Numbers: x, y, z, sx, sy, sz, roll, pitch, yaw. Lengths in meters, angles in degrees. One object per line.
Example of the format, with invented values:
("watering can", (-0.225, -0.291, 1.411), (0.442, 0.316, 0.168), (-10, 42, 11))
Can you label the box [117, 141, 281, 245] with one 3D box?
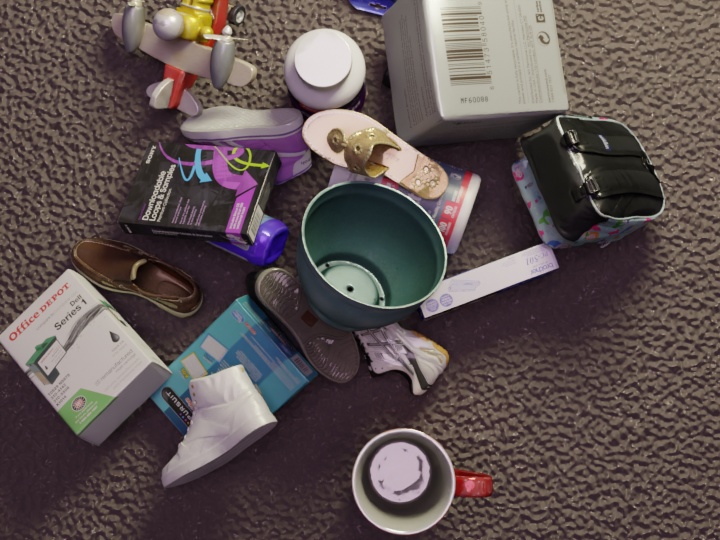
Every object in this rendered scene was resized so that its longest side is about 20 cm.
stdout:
("box", (-0.224, -0.109, 1.696), (0.200, 0.036, 0.143), (5, 60, 19))

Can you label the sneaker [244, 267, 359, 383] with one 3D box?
("sneaker", (-0.081, 0.071, 1.729), (0.075, 0.106, 0.200), (-41, 104, -11))

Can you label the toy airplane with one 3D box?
("toy airplane", (-0.257, -0.322, 1.736), (0.200, 0.141, 0.199), (-22, 73, 16))

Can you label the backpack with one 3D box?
("backpack", (0.322, -0.122, 1.697), (0.200, 0.151, 0.178), (-8, 70, -40))

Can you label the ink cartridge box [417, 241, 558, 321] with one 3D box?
("ink cartridge box", (0.175, 0.017, 1.724), (0.200, 0.094, 0.044), (-21, 85, -1))

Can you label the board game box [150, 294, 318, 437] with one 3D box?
("board game box", (-0.182, 0.156, 1.704), (0.200, 0.047, 0.151), (-43, 85, 18))

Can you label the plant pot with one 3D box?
("plant pot", (0.000, 0.000, 1.636), (0.200, 0.134, 0.200), (10, 53, -14))

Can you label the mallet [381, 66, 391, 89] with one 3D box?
("mallet", (0.110, -0.340, 1.792), (0.066, 0.041, 0.200), (34, 81, 3))

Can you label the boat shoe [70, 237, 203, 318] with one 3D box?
("boat shoe", (-0.317, -0.001, 1.734), (0.202, 0.075, 0.075), (21, 71, 0))

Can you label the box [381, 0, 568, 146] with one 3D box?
("box", (0.155, -0.289, 1.693), (0.200, 0.171, 0.199), (-6, 84, -20))

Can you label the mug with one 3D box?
("mug", (0.073, 0.290, 1.645), (0.177, 0.200, 0.134), (33, 85, 3))

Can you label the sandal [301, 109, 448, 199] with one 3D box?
("sandal", (0.023, -0.156, 1.621), (0.212, 0.070, 0.078), (26, 95, -4))

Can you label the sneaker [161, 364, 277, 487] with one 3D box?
("sneaker", (-0.212, 0.208, 1.668), (0.200, 0.074, 0.116), (-36, 73, 22))

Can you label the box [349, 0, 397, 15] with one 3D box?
("box", (0.046, -0.478, 1.802), (0.119, 0.041, 0.200), (13, 82, 2))

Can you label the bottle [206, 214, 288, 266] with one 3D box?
("bottle", (-0.204, -0.073, 1.740), (0.200, 0.084, 0.065), (25, 110, 15))

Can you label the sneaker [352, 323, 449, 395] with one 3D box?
("sneaker", (0.024, 0.104, 1.726), (0.200, 0.076, 0.088), (32, 85, 4))

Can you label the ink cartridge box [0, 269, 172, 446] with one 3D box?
("ink cartridge box", (-0.385, 0.119, 1.695), (0.146, 0.084, 0.200), (-45, 68, -4))

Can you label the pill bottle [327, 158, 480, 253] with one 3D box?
("pill bottle", (0.059, -0.110, 1.726), (0.200, 0.120, 0.120), (19, 85, 3))

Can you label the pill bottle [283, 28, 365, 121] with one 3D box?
("pill bottle", (-0.049, -0.267, 1.701), (0.112, 0.200, 0.113), (0, 84, 1))

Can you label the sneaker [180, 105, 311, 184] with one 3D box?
("sneaker", (-0.163, -0.172, 1.758), (0.200, 0.114, 0.073), (7, 43, 28))
